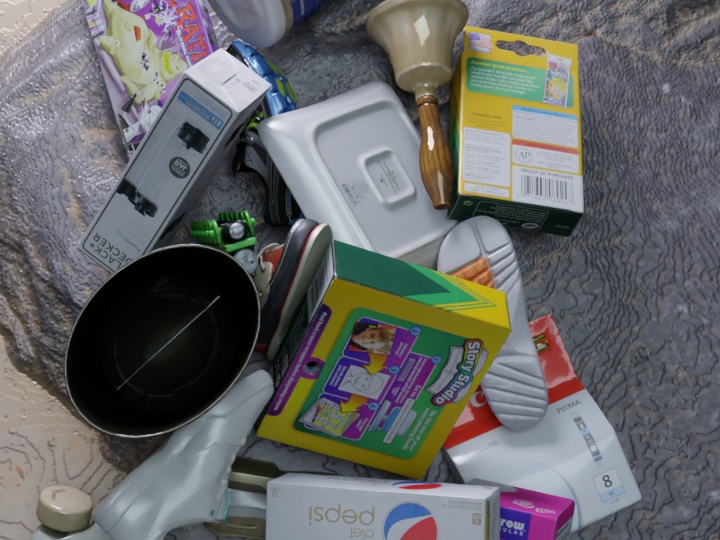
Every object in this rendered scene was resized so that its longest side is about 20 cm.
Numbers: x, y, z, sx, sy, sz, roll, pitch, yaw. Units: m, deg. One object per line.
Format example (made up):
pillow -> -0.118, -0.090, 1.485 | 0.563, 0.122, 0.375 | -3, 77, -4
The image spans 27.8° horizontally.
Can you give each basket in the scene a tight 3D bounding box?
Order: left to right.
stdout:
basket -> -0.173, 0.065, 1.287 | 0.180, 0.200, 0.136 | -43, 91, -8

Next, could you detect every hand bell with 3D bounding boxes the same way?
hand bell -> 0.065, -0.153, 1.397 | 0.103, 0.104, 0.202 | -3, 71, -9

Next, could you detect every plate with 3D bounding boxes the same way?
plate -> 0.018, -0.082, 1.381 | 0.199, 0.032, 0.201 | -26, 85, -47

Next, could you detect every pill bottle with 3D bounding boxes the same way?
pill bottle -> -0.053, -0.316, 1.414 | 0.111, 0.111, 0.200 | 47, 66, 1

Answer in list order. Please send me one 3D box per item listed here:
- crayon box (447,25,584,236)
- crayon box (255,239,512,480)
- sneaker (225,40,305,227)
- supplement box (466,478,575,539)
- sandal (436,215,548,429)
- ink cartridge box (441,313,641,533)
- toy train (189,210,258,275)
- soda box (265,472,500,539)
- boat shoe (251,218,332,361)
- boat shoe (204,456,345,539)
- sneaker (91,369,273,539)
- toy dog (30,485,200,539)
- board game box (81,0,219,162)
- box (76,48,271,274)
crayon box -> 0.153, -0.138, 1.435 | 0.124, 0.052, 0.202 | 8, 61, -8
crayon box -> 0.017, 0.085, 1.317 | 0.171, 0.201, 0.059 | 16, 35, -17
sneaker -> -0.096, -0.133, 1.400 | 0.082, 0.071, 0.201 | -26, 72, 18
supplement box -> 0.124, 0.301, 1.313 | 0.100, 0.103, 0.202 | 9, 92, 17
sandal -> 0.126, 0.051, 1.405 | 0.078, 0.059, 0.209 | -15, 94, 2
ink cartridge box -> 0.161, 0.161, 1.407 | 0.159, 0.047, 0.202 | -22, 87, -11
toy train -> -0.123, -0.023, 1.319 | 0.041, 0.200, 0.057 | -17, 96, -12
soda box -> 0.019, 0.218, 1.259 | 0.198, 0.064, 0.069 | 2, 91, 17
boat shoe -> -0.076, 0.013, 1.323 | 0.062, 0.201, 0.071 | 36, 56, 9
boat shoe -> -0.050, 0.227, 1.353 | 0.198, 0.075, 0.069 | 13, 98, 4
sneaker -> -0.136, 0.176, 1.273 | 0.089, 0.075, 0.200 | 46, 69, 0
toy dog -> -0.215, 0.264, 1.290 | 0.198, 0.096, 0.133 | -3, 112, -1
board game box -> -0.195, -0.210, 1.396 | 0.119, 0.032, 0.202 | -20, 83, 15
box -> -0.168, -0.094, 1.317 | 0.060, 0.117, 0.201 | 35, 113, -1
